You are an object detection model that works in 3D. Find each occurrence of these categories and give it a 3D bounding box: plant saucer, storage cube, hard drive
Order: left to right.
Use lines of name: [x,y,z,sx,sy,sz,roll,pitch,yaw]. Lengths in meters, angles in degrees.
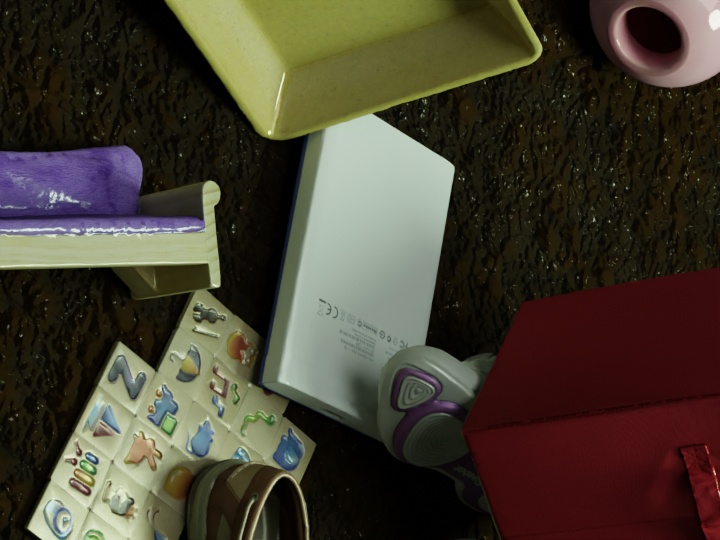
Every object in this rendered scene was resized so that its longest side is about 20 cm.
plant saucer: [-0.013,-0.183,1.386,0.200,0.199,0.049,55,28,-44]
hard drive: [0.000,0.000,1.489,0.132,0.025,0.201,28,64,-43]
storage cube: [0.190,0.118,1.448,0.200,0.179,0.172,-60,135,-57]

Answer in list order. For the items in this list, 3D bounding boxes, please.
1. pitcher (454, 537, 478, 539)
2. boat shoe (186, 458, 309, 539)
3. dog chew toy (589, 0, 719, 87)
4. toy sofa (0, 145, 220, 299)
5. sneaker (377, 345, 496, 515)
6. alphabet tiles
pitcher: [0.102,0.290,1.485,0.171,0.121,0.201,31,52,-27]
boat shoe: [-0.062,0.214,1.358,0.075,0.072,0.201,-2,84,-43]
dog chew toy: [0.255,-0.227,1.717,0.125,0.124,0.200,58,43,-19]
toy sofa: [-0.181,-0.030,1.293,0.199,0.083,0.098,-2,85,-43]
sneaker: [0.063,0.090,1.498,0.200,0.075,0.100,48,31,-52]
alphabet tiles: [-0.107,0.118,1.388,0.167,0.008,0.201,42,56,-30]
